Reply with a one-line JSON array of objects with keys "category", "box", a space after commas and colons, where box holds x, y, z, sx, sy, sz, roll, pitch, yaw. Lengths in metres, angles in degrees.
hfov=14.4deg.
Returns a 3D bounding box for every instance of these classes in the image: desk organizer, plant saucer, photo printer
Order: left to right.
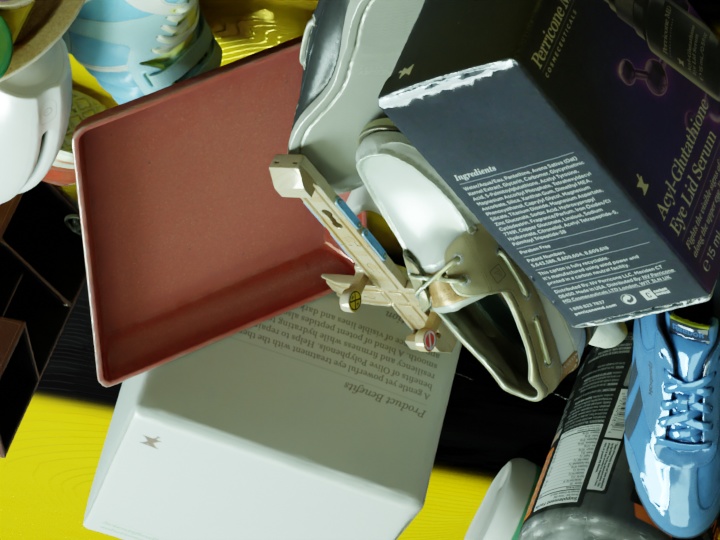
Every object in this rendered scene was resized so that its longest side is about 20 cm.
[{"category": "photo printer", "box": [-0.251, -0.142, 1.743, 0.201, 0.069, 0.166, 54, 153, 10]}, {"category": "desk organizer", "box": [-0.245, 0.023, 1.924, 0.076, 0.201, 0.072, 11, 144, 13]}, {"category": "plant saucer", "box": [-0.089, -0.047, 1.756, 0.037, 0.199, 0.201, 44, 147, 42]}]

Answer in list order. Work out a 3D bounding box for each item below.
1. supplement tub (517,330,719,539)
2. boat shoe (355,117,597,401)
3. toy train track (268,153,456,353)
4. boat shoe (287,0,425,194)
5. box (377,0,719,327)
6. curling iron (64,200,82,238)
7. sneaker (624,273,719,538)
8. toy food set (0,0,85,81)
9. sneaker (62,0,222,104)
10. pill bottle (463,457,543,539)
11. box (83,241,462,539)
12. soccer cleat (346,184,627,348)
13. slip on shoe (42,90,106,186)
[{"category": "supplement tub", "box": [0.174, 0.149, 1.839, 0.122, 0.201, 0.123, 16, 145, 11]}, {"category": "boat shoe", "box": [0.065, -0.005, 1.699, 0.200, 0.069, 0.075, 45, 144, -21]}, {"category": "toy train track", "box": [0.000, 0.000, 1.758, 0.114, 0.033, 0.200, 4, 147, 38]}, {"category": "boat shoe", "box": [-0.003, -0.124, 1.687, 0.073, 0.061, 0.201, -3, 143, -16]}, {"category": "box", "box": [0.124, -0.091, 1.600, 0.104, 0.149, 0.200, -14, 131, 41]}, {"category": "curling iron", "box": [-0.104, -0.021, 1.938, 0.199, 0.026, 0.050, 9, 164, 12]}, {"category": "sneaker", "box": [0.194, 0.065, 1.728, 0.065, 0.202, 0.078, 2, -175, 5]}, {"category": "toy food set", "box": [-0.242, -0.198, 1.648, 0.197, 0.201, 0.049, 24, 170, 6]}, {"category": "sneaker", "box": [-0.110, -0.157, 1.715, 0.131, 0.080, 0.199, 46, 149, -25]}, {"category": "pill bottle", "box": [0.173, 0.223, 2.015, 0.199, 0.113, 0.113, 26, 145, -3]}, {"category": "box", "box": [-0.057, 0.093, 1.903, 0.198, 0.172, 0.200, 19, 149, -7]}, {"category": "soccer cleat", "box": [0.080, -0.009, 1.789, 0.200, 0.069, 0.078, 39, 102, -12]}, {"category": "slip on shoe", "box": [-0.260, -0.106, 1.880, 0.199, 0.074, 0.061, 19, 148, -2]}]
